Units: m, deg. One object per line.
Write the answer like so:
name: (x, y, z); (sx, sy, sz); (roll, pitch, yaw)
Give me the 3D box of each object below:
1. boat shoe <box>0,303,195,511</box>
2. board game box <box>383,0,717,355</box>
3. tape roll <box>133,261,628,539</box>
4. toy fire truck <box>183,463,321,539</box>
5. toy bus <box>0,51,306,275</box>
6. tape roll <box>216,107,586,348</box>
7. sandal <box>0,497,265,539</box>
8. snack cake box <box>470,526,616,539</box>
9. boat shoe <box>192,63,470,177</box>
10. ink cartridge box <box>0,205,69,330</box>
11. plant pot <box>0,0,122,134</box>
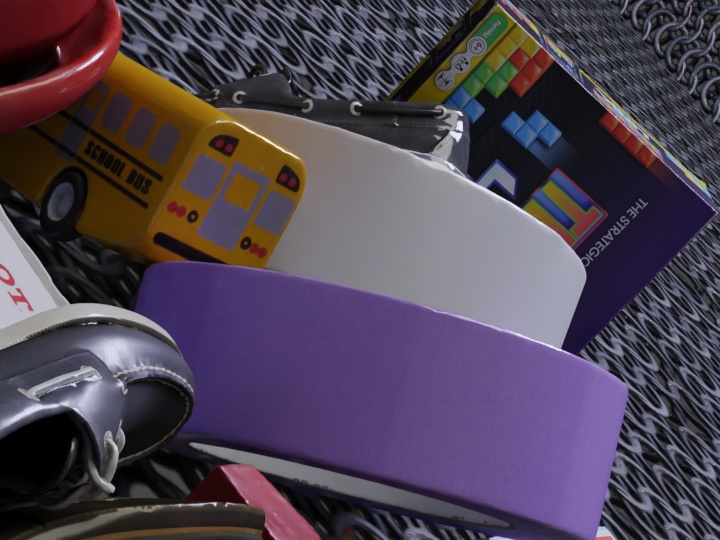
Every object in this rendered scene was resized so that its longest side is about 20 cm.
boat shoe: (-0.107, 0.056, 0.629); (0.063, 0.073, 0.200); (45, 20, 22)
board game box: (0.062, -0.021, 1.108); (0.165, 0.200, 0.057); (41, 14, -11)
tape roll: (0.002, 0.056, 0.823); (0.199, 0.066, 0.200); (13, -9, 2)
toy fire truck: (-0.024, 0.161, 0.729); (0.200, 0.049, 0.141); (51, 17, 18)
toy bus: (-0.111, -0.053, 0.891); (0.065, 0.079, 0.200); (25, 4, -41)
tape roll: (0.000, 0.000, 0.959); (0.201, 0.071, 0.203); (20, -12, 4)
sandal: (-0.108, 0.102, 0.635); (0.200, 0.081, 0.055); (-8, 95, -56)
snack cake box: (0.090, 0.181, 0.926); (0.115, 0.067, 0.200); (50, 16, 22)
boat shoe: (-0.039, -0.071, 1.047); (0.199, 0.067, 0.070); (8, -22, 17)
ink cartridge box: (-0.201, -0.007, 0.644); (0.147, 0.083, 0.200); (52, 18, 22)
plant pot: (-0.174, -0.157, 0.803); (0.199, 0.184, 0.201); (3, 29, -1)
